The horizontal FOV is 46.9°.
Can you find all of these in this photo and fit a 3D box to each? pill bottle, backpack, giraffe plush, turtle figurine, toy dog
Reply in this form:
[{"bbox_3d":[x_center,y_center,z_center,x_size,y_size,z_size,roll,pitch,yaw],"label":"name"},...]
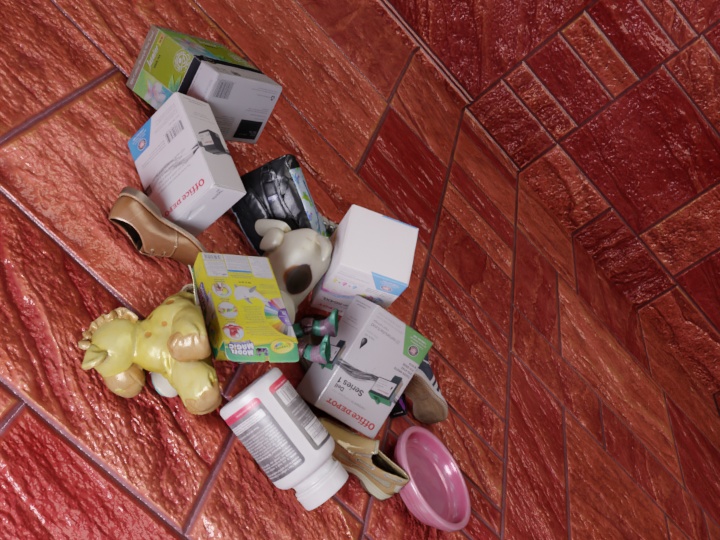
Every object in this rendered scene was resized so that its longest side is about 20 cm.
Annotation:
[{"bbox_3d":[-0.109,0.254,1.244,0.200,0.111,0.111,52,27,0],"label":"pill bottle"},{"bbox_3d":[-0.146,-0.094,1.569,0.200,0.163,0.154,64,12,6],"label":"backpack"},{"bbox_3d":[-0.284,0.107,1.106,0.173,0.162,0.200,126,-50,-75],"label":"giraffe plush"},{"bbox_3d":[-0.140,0.095,1.292,0.101,0.200,0.150,82,15,-56],"label":"turtle figurine"},{"bbox_3d":[-0.132,0.033,1.413,0.140,0.194,0.200,48,57,-39],"label":"toy dog"}]

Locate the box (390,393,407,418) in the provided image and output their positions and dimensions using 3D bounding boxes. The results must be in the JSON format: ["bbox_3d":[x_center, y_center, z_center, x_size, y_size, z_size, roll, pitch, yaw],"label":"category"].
[{"bbox_3d":[0.034,0.169,1.590,0.143,0.036,0.200,-93,157,-49],"label":"box"}]

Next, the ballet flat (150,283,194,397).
[{"bbox_3d":[-0.266,0.096,1.237,0.069,0.069,0.200,36,31,-30],"label":"ballet flat"}]

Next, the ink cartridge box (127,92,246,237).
[{"bbox_3d":[-0.300,-0.177,1.424,0.084,0.145,0.200,10,49,-54],"label":"ink cartridge box"}]

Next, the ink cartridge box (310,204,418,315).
[{"bbox_3d":[0.000,0.000,1.486,0.128,0.200,0.125,18,58,-12],"label":"ink cartridge box"}]

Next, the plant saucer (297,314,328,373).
[{"bbox_3d":[-0.043,0.163,1.553,0.200,0.029,0.200,37,30,-26],"label":"plant saucer"}]

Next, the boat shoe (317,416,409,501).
[{"bbox_3d":[0.002,0.304,1.399,0.200,0.076,0.072,41,29,-21],"label":"boat shoe"}]

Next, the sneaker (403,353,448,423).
[{"bbox_3d":[0.121,0.216,1.646,0.200,0.070,0.109,58,20,-44],"label":"sneaker"}]

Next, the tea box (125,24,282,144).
[{"bbox_3d":[-0.298,-0.353,1.593,0.197,0.134,0.200,37,20,22],"label":"tea box"}]

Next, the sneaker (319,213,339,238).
[{"bbox_3d":[-0.091,-0.087,1.755,0.200,0.075,0.115,29,3,-11],"label":"sneaker"}]

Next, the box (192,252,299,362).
[{"bbox_3d":[-0.167,0.061,1.204,0.117,0.048,0.200,5,41,-30],"label":"box"}]

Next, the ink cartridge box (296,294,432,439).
[{"bbox_3d":[0.007,0.167,1.426,0.146,0.200,0.084,35,-6,-29],"label":"ink cartridge box"}]

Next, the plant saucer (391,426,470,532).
[{"bbox_3d":[0.123,0.384,1.514,0.200,0.051,0.201,42,27,-27],"label":"plant saucer"}]

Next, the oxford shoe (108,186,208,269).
[{"bbox_3d":[-0.321,-0.044,1.340,0.200,0.071,0.071,40,57,-24],"label":"oxford shoe"}]
